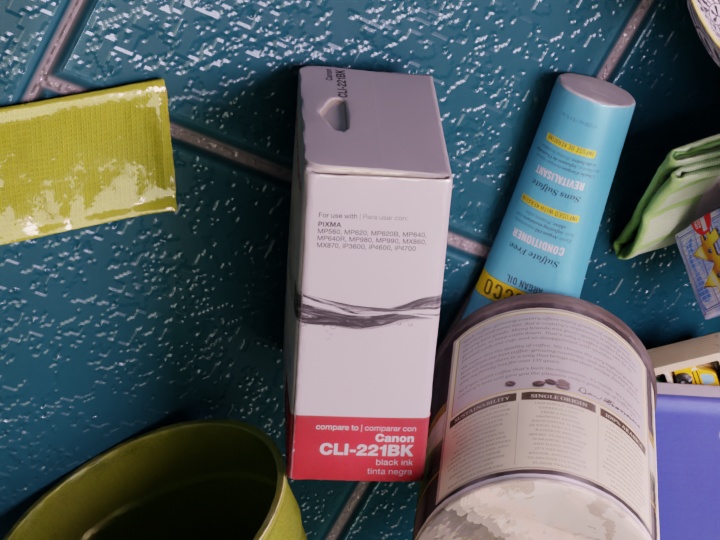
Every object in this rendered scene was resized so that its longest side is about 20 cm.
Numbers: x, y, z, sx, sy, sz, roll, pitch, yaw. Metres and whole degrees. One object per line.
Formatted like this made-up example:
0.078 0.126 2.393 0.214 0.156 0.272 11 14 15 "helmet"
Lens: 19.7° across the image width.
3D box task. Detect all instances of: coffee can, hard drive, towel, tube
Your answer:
0.107 0.126 1.241 0.146 0.200 0.147 3 120 5 "coffee can"
0.154 0.132 1.371 0.199 0.025 0.133 3 120 6 "hard drive"
0.269 -0.060 1.314 0.199 0.031 0.149 -17 160 -13 "towel"
0.118 -0.023 1.304 0.050 0.077 0.201 -27 138 -59 "tube"
-0.202 -0.052 1.172 0.199 0.018 0.086 -12 123 -17 "towel"

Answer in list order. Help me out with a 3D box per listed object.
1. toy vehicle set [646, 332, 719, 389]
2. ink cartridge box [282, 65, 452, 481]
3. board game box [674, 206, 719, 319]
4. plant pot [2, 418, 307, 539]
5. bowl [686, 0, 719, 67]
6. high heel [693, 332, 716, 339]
0.213 0.143 1.401 0.124 0.027 0.201 -16 117 16 "toy vehicle set"
0.000 0.000 1.201 0.083 0.144 0.201 1 119 -4 "ink cartridge box"
0.293 -0.034 1.253 0.199 0.062 0.200 -20 169 7 "board game box"
-0.096 0.229 1.250 0.200 0.200 0.193 -30 118 -5 "plant pot"
0.270 -0.167 1.242 0.200 0.202 0.094 -13 165 -16 "bowl"
0.266 0.128 1.440 0.096 0.068 0.200 -41 123 16 "high heel"
